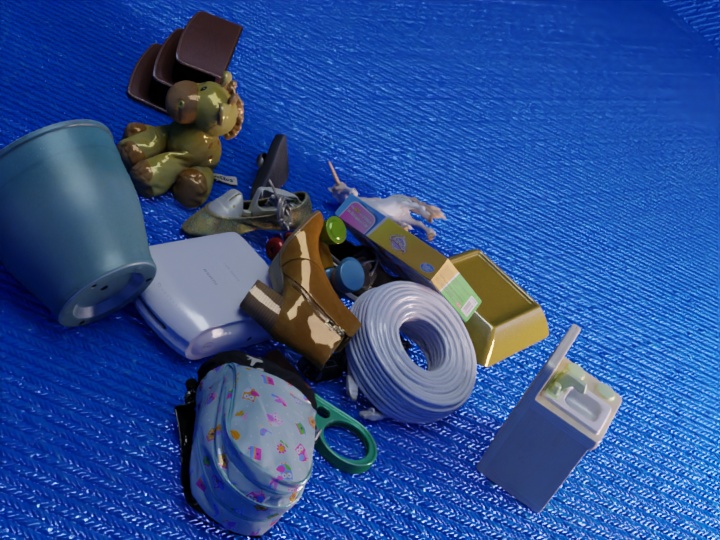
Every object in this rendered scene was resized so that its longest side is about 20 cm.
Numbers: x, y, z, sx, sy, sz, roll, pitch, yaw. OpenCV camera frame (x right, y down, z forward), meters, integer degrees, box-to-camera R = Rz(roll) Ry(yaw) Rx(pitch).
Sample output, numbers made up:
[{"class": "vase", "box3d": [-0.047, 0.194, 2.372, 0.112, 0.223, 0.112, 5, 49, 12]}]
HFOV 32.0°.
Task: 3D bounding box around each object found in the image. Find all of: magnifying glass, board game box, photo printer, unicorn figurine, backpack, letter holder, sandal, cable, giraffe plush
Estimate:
[{"class": "magnifying glass", "box3d": [-0.054, 0.176, 1.584, 0.079, 0.022, 0.200, -14, 52, -47]}, {"class": "board game box", "box3d": [0.069, -0.018, 1.810, 0.199, 0.040, 0.153, 36, -6, 33]}, {"class": "photo printer", "box3d": [-0.199, 0.031, 1.621, 0.199, 0.070, 0.167, -12, 51, -46]}, {"class": "unicorn figurine", "box3d": [0.036, -0.093, 1.985, 0.137, 0.074, 0.199, 39, 18, 31]}, {"class": "backpack", "box3d": [-0.124, 0.193, 1.410, 0.166, 0.127, 0.201, 24, 36, -15]}, {"class": "letter holder", "box3d": [-0.285, -0.340, 2.031, 0.141, 0.101, 0.201, 22, 33, -9]}, {"class": "sandal", "box3d": [-0.145, -0.150, 1.914, 0.042, 0.077, 0.201, 4, 31, 10]}, {"class": "cable", "box3d": [0.067, 0.107, 1.682, 0.199, 0.069, 0.202, 11, 56, -35]}, {"class": "giraffe plush", "box3d": [-0.239, -0.203, 1.820, 0.199, 0.163, 0.173, -1, 43, -38]}]

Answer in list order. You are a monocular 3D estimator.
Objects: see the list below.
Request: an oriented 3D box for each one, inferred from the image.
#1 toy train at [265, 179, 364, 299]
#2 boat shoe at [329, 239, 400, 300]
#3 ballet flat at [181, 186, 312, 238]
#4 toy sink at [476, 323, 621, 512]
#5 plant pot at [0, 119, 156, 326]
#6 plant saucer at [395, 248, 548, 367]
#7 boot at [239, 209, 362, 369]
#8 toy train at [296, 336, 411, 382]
[{"class": "toy train", "box3d": [-0.067, -0.047, 1.721, 0.084, 0.115, 0.202, -11, 82, -46]}, {"class": "boat shoe", "box3d": [0.000, 0.000, 1.824, 0.199, 0.068, 0.072, 29, 31, -4]}, {"class": "ballet flat", "box3d": [-0.159, -0.086, 1.787, 0.198, 0.071, 0.071, -4, 44, -27]}, {"class": "toy sink", "box3d": [0.260, 0.193, 1.639, 0.112, 0.201, 0.130, 34, 32, 8]}, {"class": "plant pot", "box3d": [-0.344, -0.046, 1.513, 0.199, 0.200, 0.189, -16, 68, -48]}, {"class": "plant saucer", "box3d": [0.182, 0.042, 1.925, 0.200, 0.049, 0.199, 44, 35, 21]}, {"class": "boot", "box3d": [-0.055, 0.026, 1.620, 0.144, 0.071, 0.202, 36, 51, -3]}, {"class": "toy train", "box3d": [-0.002, 0.119, 1.689, 0.199, 0.034, 0.046, -9, 52, -44]}]
